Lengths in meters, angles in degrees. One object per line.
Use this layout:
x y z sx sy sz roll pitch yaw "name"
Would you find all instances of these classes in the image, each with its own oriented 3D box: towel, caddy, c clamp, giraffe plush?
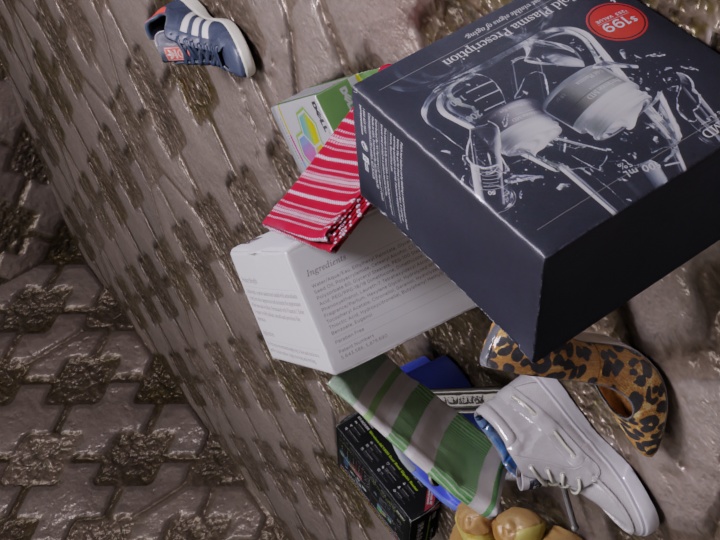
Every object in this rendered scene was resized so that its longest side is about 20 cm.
0.063 0.150 1.075 0.200 0.023 0.153 42 -162 0 "towel"
0.088 0.199 1.343 0.200 0.105 0.141 60 162 -5 "caddy"
0.138 0.209 1.226 0.200 0.027 0.171 1 110 31 "c clamp"
-0.001 -0.108 0.991 0.022 0.200 0.145 42 170 -28 "towel"
0.164 0.388 1.272 0.172 0.162 0.200 9 140 26 "giraffe plush"

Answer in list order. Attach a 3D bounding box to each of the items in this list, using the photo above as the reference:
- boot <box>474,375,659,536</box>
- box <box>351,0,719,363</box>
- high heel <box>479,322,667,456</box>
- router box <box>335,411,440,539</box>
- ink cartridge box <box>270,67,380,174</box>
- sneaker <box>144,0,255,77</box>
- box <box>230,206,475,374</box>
0.198 0.198 1.085 0.200 0.096 0.074 52 160 20 "boot"
0.128 -0.076 0.695 0.182 0.200 0.104 46 156 31 "box"
0.179 0.102 0.918 0.071 0.142 0.200 19 137 61 "high heel"
0.042 0.332 1.724 0.200 0.062 0.150 49 158 26 "router box"
-0.020 -0.148 1.165 0.104 0.059 0.200 64 160 -14 "ink cartridge box"
-0.209 -0.284 1.391 0.200 0.084 0.075 39 153 44 "sneaker"
0.000 0.000 1.108 0.199 0.200 0.131 2 115 68 "box"
